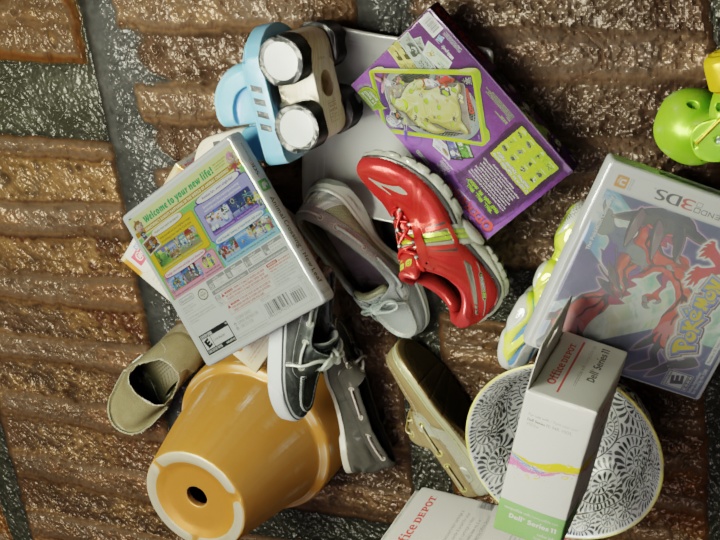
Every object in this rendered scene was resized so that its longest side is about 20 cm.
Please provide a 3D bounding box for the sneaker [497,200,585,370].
[{"bbox_3d":[0.210,0.035,1.201,0.105,0.076,0.200,30,124,10],"label":"sneaker"}]

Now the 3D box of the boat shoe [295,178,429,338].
[{"bbox_3d":[0.001,-0.001,1.280,0.074,0.065,0.202,-10,125,38],"label":"boat shoe"}]

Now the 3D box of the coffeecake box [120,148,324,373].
[{"bbox_3d":[-0.141,-0.013,1.358,0.200,0.073,0.154,40,124,4],"label":"coffeecake box"}]

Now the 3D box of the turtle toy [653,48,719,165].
[{"bbox_3d":[0.340,-0.129,1.034,0.200,0.101,0.146,-8,110,31],"label":"turtle toy"}]

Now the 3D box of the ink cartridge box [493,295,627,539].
[{"bbox_3d":[0.185,0.137,1.123,0.067,0.117,0.200,19,122,17],"label":"ink cartridge box"}]

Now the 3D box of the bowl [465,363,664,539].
[{"bbox_3d":[0.215,0.162,1.250,0.200,0.094,0.201,11,118,22],"label":"bowl"}]

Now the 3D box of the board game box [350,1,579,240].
[{"bbox_3d":[0.097,-0.138,1.167,0.200,0.032,0.120,49,123,-2],"label":"board game box"}]

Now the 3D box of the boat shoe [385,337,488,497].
[{"bbox_3d":[0.084,0.165,1.333,0.066,0.074,0.200,-33,97,30],"label":"boat shoe"}]

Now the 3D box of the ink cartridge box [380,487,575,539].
[{"bbox_3d":[0.130,0.324,1.344,0.200,0.147,0.083,9,118,24],"label":"ink cartridge box"}]

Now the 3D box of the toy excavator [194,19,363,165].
[{"bbox_3d":[-0.105,-0.140,1.221,0.200,0.100,0.195,-3,109,28],"label":"toy excavator"}]

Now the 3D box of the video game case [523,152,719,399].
[{"bbox_3d":[0.270,0.010,1.137,0.182,0.023,0.200,18,117,-6],"label":"video game case"}]

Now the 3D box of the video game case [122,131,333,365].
[{"bbox_3d":[-0.136,-0.016,1.234,0.200,0.022,0.182,-29,91,43],"label":"video game case"}]

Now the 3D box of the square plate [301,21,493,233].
[{"bbox_3d":[0.034,-0.141,1.232,0.200,0.028,0.198,13,120,21],"label":"square plate"}]

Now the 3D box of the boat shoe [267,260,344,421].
[{"bbox_3d":[-0.051,0.076,1.281,0.068,0.074,0.200,13,118,18],"label":"boat shoe"}]

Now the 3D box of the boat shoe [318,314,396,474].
[{"bbox_3d":[-0.002,0.135,1.372,0.057,0.067,0.200,-6,114,12],"label":"boat shoe"}]

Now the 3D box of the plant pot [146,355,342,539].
[{"bbox_3d":[-0.140,0.209,1.403,0.200,0.183,0.201,12,119,22],"label":"plant pot"}]

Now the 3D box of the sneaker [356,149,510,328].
[{"bbox_3d":[0.061,-0.029,1.193,0.200,0.085,0.077,49,157,-5],"label":"sneaker"}]

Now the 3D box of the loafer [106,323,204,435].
[{"bbox_3d":[-0.257,0.138,1.499,0.076,0.067,0.200,42,126,3],"label":"loafer"}]
